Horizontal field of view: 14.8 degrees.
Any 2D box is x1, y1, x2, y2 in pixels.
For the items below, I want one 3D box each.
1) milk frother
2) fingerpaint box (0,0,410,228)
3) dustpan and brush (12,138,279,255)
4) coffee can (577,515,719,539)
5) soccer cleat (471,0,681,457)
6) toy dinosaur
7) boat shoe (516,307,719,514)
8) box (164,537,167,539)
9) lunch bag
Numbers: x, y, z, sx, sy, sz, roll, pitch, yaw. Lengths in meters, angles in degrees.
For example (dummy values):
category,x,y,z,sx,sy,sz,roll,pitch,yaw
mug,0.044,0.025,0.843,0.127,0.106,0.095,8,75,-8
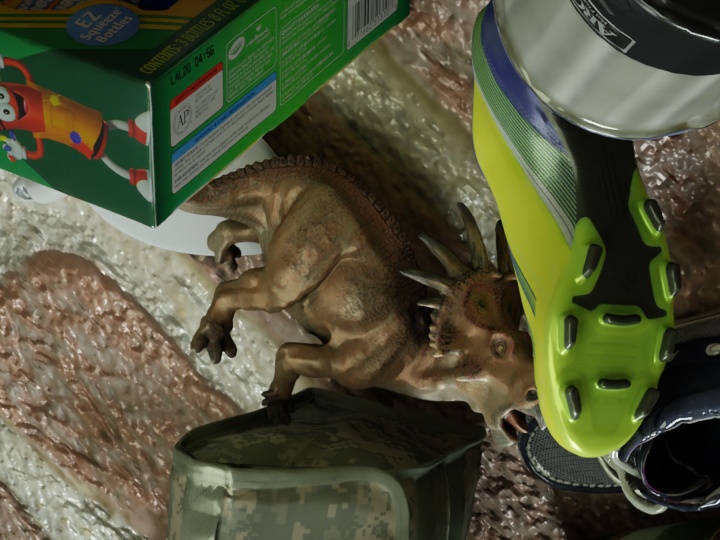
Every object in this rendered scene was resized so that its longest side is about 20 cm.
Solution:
category,x,y,z,sx,sy,sz,roll,pitch,yaw
milk frother,0.149,-0.161,1.011,0.188,0.199,0.182,135,119,-81
fingerpaint box,-0.098,-0.119,1.173,0.166,0.200,0.074,21,130,25
dustpan and brush,-0.112,-0.054,1.348,0.199,0.057,0.140,-22,118,38
coffee can,0.146,0.185,1.244,0.199,0.146,0.147,-15,110,43
soccer cleat,0.085,-0.023,1.168,0.084,0.064,0.201,-5,92,62
toy dinosaur,0.000,0.000,1.250,0.200,0.086,0.135,44,127,-6
boat shoe,0.124,0.070,1.214,0.200,0.093,0.075,-29,100,46
box,-0.063,0.239,1.437,0.161,0.049,0.200,-43,74,21
lunch bag,-0.029,0.153,1.280,0.117,0.200,0.165,12,101,22
